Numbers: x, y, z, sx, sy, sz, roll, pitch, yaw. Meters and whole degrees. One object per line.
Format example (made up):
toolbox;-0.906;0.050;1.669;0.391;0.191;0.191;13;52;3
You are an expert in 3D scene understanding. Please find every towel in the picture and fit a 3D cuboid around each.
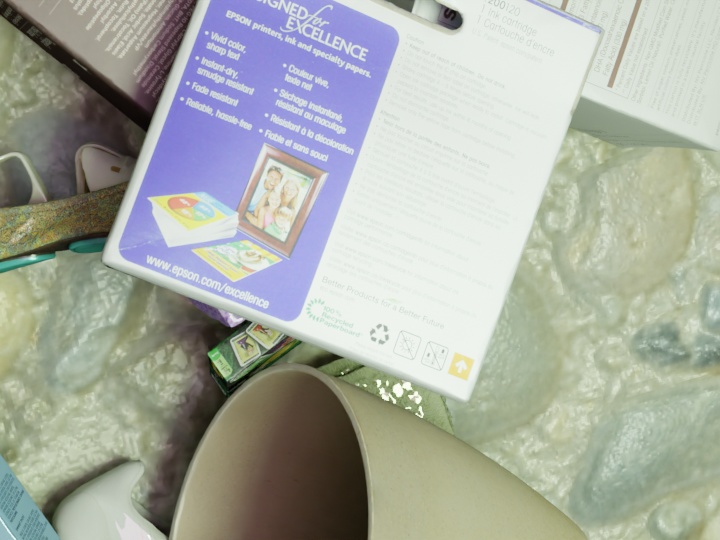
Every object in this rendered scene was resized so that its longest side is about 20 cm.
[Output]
towel;0.005;0.151;0.829;0.147;0.036;0.202;-25;103;-12

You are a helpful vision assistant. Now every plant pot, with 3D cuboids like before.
plant pot;0.027;0.163;0.739;0.199;0.187;0.189;17;91;-33

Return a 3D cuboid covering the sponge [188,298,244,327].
sponge;-0.009;-0.042;0.763;0.199;0.111;0.030;-36;103;-11

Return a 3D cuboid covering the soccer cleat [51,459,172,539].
soccer cleat;-0.097;0.199;0.789;0.077;0.069;0.201;-39;103;-13

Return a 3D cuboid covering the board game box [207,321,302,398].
board game box;0.000;0.000;0.775;0.199;0.105;0.024;-37;87;-10

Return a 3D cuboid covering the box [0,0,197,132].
box;-0.117;-0.123;0.727;0.199;0.100;0.075;38;85;-17

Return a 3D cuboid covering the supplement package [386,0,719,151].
supplement package;0.112;-0.154;0.785;0.198;0.117;0.118;19;91;-18

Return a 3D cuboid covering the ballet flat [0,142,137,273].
ballet flat;-0.158;-0.033;0.727;0.198;0.071;0.071;-10;100;1

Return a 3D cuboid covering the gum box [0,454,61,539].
gum box;-0.252;0.154;0.718;0.169;0.045;0.201;-29;104;8

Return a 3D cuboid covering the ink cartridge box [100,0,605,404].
ink cartridge box;-0.002;-0.062;0.684;0.197;0.043;0.202;22;88;-13
